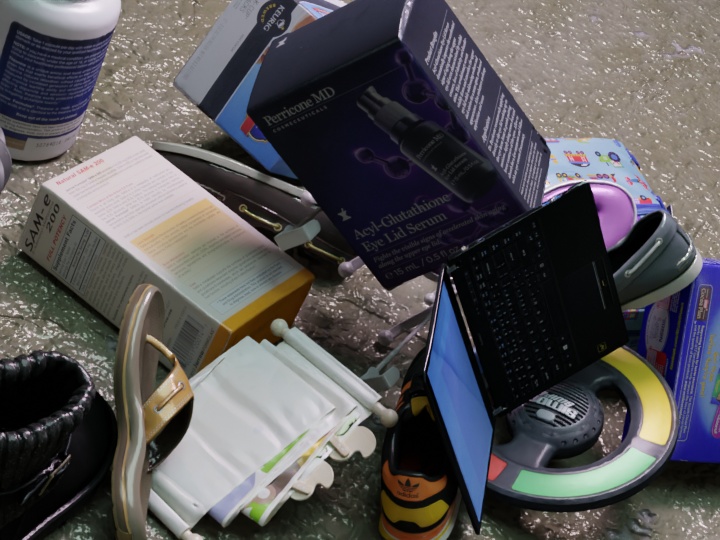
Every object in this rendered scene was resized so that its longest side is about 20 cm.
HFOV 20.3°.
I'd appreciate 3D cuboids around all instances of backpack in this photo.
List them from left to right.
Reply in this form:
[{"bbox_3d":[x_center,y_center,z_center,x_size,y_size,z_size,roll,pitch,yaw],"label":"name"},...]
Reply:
[{"bbox_3d":[0.195,-0.007,1.771,0.182,0.135,0.200,3,44,-27],"label":"backpack"}]

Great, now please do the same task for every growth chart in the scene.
[{"bbox_3d":[-0.084,0.120,1.475,0.200,0.018,0.145,-33,65,-23],"label":"growth chart"}]

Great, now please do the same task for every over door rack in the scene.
[{"bbox_3d":[0.000,0.000,1.637,0.148,0.067,0.200,60,29,-10],"label":"over door rack"}]

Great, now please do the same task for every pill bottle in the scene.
[{"bbox_3d":[-0.265,-0.200,1.676,0.111,0.200,0.111,16,37,-13],"label":"pill bottle"}]

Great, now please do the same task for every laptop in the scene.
[{"bbox_3d":[0.128,0.065,1.512,0.200,0.177,0.103,-29,42,-11],"label":"laptop"}]

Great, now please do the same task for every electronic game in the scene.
[{"bbox_3d":[0.157,0.117,1.619,0.199,0.042,0.200,0,42,0],"label":"electronic game"}]

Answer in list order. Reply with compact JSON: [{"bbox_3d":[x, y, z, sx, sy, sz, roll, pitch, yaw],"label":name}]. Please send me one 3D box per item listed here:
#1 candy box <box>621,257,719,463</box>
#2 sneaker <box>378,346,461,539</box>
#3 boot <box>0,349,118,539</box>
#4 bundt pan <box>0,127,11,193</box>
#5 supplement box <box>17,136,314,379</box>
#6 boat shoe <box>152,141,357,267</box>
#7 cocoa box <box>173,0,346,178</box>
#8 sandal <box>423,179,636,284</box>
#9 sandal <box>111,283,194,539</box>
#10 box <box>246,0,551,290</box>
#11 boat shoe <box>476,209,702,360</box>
[{"bbox_3d":[0.336,0.079,1.706,0.199,0.170,0.077,6,8,-24],"label":"candy box"},{"bbox_3d":[0.057,0.115,1.538,0.070,0.090,0.200,8,45,7],"label":"sneaker"},{"bbox_3d":[-0.214,0.104,1.351,0.079,0.158,0.211,26,37,7],"label":"boot"},{"bbox_3d":[-0.354,-0.110,1.559,0.202,0.076,0.202,38,21,-18],"label":"bundt pan"},{"bbox_3d":[-0.155,-0.007,1.606,0.200,0.074,0.126,38,37,14],"label":"supplement box"},{"bbox_3d":[-0.089,-0.056,1.715,0.201,0.061,0.072,19,2,-9],"label":"boat shoe"},{"bbox_3d":[-0.039,-0.162,1.769,0.131,0.133,0.200,43,14,22],"label":"cocoa box"},{"bbox_3d":[0.143,-0.026,1.660,0.202,0.050,0.083,-14,90,-17],"label":"sandal"},{"bbox_3d":[-0.145,0.107,1.422,0.054,0.080,0.201,-1,62,2],"label":"sandal"},{"bbox_3d":[0.032,-0.107,1.547,0.200,0.148,0.104,50,33,-26],"label":"box"},{"bbox_3d":[0.176,0.013,1.630,0.062,0.200,0.073,57,12,-34],"label":"boat shoe"}]
